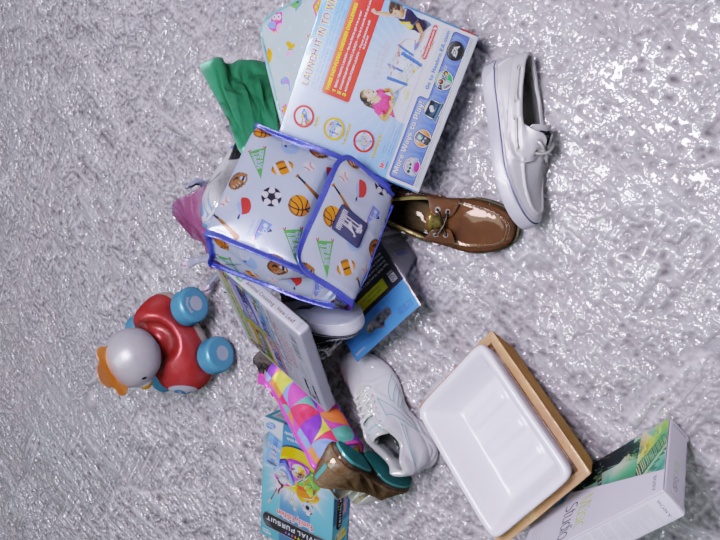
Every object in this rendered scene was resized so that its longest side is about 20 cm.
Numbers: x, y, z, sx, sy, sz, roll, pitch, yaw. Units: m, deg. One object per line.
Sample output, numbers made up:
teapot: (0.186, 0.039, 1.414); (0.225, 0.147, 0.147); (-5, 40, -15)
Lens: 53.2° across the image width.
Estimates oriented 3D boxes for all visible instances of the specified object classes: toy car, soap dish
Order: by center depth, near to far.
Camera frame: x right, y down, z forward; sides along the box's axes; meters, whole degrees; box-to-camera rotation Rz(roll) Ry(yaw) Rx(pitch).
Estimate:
soap dish: (0.175, 0.202, 0.881); (0.158, 0.080, 0.202); (-52, 54, 29)
toy car: (-0.350, 0.150, 1.188); (0.182, 0.199, 0.180); (-21, 99, 38)

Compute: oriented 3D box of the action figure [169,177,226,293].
action figure: (-0.225, -0.045, 1.168); (0.148, 0.134, 0.202); (-34, 89, -9)

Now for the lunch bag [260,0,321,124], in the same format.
lunch bag: (-0.057, -0.278, 1.002); (0.158, 0.076, 0.205); (-13, 90, 38)

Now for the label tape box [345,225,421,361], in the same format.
label tape box: (0.000, 0.000, 1.009); (0.144, 0.063, 0.202); (-43, 73, 33)

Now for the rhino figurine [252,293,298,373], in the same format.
rhino figurine: (-0.126, 0.094, 1.118); (0.086, 0.060, 0.203); (29, 117, 19)

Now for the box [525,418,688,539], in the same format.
box: (0.271, 0.258, 0.800); (0.036, 0.144, 0.200); (48, 121, 2)

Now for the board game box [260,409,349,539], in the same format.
board game box: (-0.088, 0.340, 1.135); (0.148, 0.047, 0.205); (11, 103, 35)

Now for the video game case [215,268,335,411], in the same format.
video game case: (-0.115, 0.086, 0.979); (0.181, 0.022, 0.202); (36, 156, 31)

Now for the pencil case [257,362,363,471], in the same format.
pencil case: (-0.074, 0.212, 1.054); (0.200, 0.087, 0.090); (46, 122, 42)

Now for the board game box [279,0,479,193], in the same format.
board game box: (0.021, -0.229, 0.897); (0.192, 0.056, 0.204); (22, 105, -1)

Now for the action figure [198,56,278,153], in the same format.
action figure: (-0.157, -0.219, 1.037); (0.055, 0.115, 0.203); (109, 147, -56)

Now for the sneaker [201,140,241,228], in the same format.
sneaker: (-0.180, -0.134, 1.053); (0.071, 0.202, 0.072); (37, 133, -14)

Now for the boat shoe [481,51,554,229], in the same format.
boat shoe: (0.195, -0.154, 0.845); (0.065, 0.071, 0.205); (-12, 82, 41)

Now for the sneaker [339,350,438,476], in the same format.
sneaker: (0.029, 0.197, 1.010); (0.201, 0.079, 0.071); (53, 124, 19)

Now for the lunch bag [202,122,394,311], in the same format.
lunch bag: (-0.070, -0.061, 0.886); (0.196, 0.124, 0.173); (22, 69, 2)

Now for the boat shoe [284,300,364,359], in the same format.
boat shoe: (-0.058, 0.084, 0.983); (0.197, 0.073, 0.070); (-3, 109, 49)

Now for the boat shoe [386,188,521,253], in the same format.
boat shoe: (0.104, -0.060, 0.921); (0.197, 0.067, 0.074); (11, 103, 34)

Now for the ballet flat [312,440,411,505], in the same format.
ballet flat: (-0.002, 0.283, 0.971); (0.072, 0.199, 0.068); (-45, 55, 6)
